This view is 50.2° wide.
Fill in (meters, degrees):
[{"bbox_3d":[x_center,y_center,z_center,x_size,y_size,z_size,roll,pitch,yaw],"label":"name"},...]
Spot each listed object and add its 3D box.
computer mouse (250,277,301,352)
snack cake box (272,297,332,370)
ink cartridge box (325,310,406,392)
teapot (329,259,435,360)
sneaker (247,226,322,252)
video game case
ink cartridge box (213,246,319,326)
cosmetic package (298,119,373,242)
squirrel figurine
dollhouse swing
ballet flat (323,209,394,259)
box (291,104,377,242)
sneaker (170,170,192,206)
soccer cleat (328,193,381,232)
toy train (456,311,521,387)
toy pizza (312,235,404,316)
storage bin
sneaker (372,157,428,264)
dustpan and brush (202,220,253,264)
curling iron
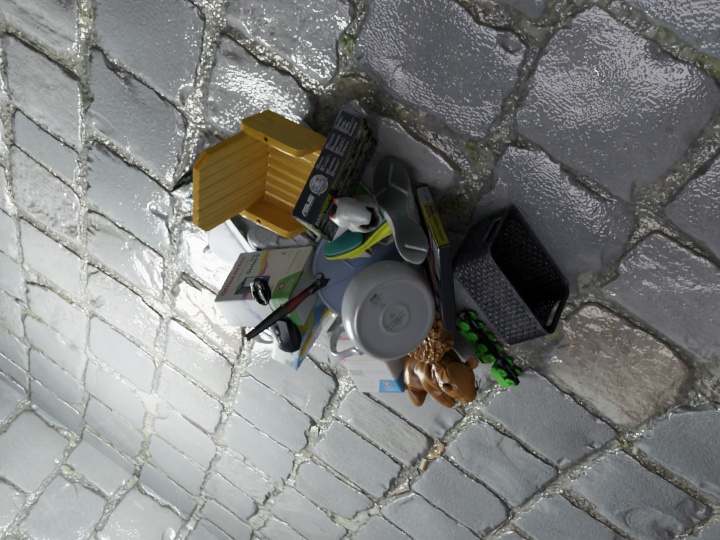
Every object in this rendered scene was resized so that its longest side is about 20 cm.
[{"bbox_3d":[-0.169,0.095,1.507,0.057,0.034,0.203,-1,133,29],"label":"computer mouse"},{"bbox_3d":[-0.115,0.101,1.671,0.066,0.202,0.117,24,140,11],"label":"snack cake box"},{"bbox_3d":[0.030,0.147,1.667,0.126,0.126,0.203,-4,125,38],"label":"ink cartridge box"},{"bbox_3d":[0.040,0.066,1.475,0.146,0.195,0.203,-136,42,-61],"label":"teapot"},{"bbox_3d":[-0.148,-0.073,1.632,0.195,0.076,0.117,22,138,10],"label":"sneaker"},{"bbox_3d":[0.139,-0.022,1.399,0.025,0.183,0.204,-12,130,-2],"label":"video game case"},{"bbox_3d":[-0.185,0.036,1.594,0.195,0.147,0.088,-5,133,32],"label":"ink cartridge box"},{"bbox_3d":[-0.085,-0.169,1.465,0.200,0.108,0.084,45,139,-12],"label":"cosmetic package"},{"bbox_3d":[0.157,0.186,1.555,0.203,0.140,0.186,62,168,-14],"label":"squirrel figurine"},{"bbox_3d":[-0.172,-0.138,1.341,0.178,0.177,0.203,26,136,12],"label":"dollhouse swing"},{"bbox_3d":[0.020,-0.064,1.485,0.198,0.068,0.067,-33,127,22],"label":"ballet flat"},{"bbox_3d":[-0.041,-0.161,1.325,0.043,0.204,0.160,24,178,12],"label":"box"},{"bbox_3d":[-0.330,-0.182,1.674,0.085,0.078,0.197,45,149,-26],"label":"sneaker"},{"bbox_3d":[0.006,-0.095,1.347,0.076,0.200,0.071,17,99,13],"label":"soccer cleat"},{"bbox_3d":[0.258,0.164,1.583,0.201,0.042,0.056,50,150,-14],"label":"toy train"},{"bbox_3d":[0.000,0.000,1.553,0.194,0.032,0.206,1,101,3],"label":"toy pizza"},{"bbox_3d":[0.265,0.013,1.352,0.093,0.136,0.201,-23,113,46],"label":"storage bin"},{"bbox_3d":[0.072,-0.104,1.397,0.069,0.080,0.205,-18,79,6],"label":"sneaker"},{"bbox_3d":[-0.322,-0.061,1.797,0.197,0.058,0.141,-22,112,39],"label":"dustpan and brush"},{"bbox_3d":[-0.141,0.067,1.463,0.026,0.198,0.050,51,171,15],"label":"curling iron"}]
